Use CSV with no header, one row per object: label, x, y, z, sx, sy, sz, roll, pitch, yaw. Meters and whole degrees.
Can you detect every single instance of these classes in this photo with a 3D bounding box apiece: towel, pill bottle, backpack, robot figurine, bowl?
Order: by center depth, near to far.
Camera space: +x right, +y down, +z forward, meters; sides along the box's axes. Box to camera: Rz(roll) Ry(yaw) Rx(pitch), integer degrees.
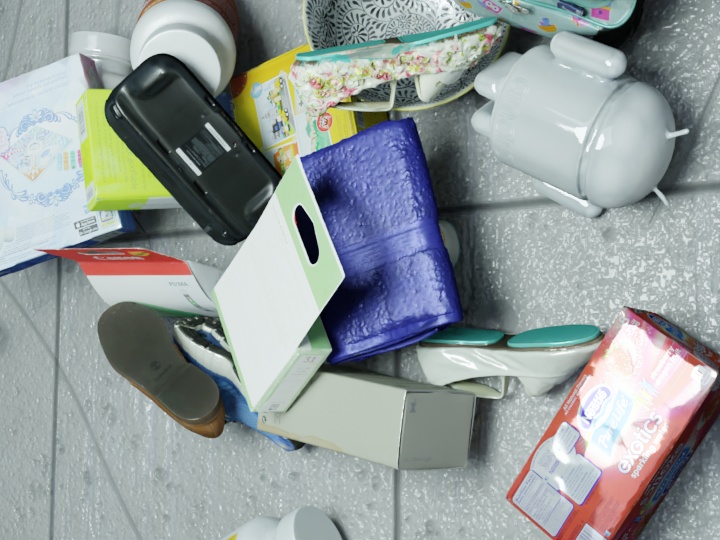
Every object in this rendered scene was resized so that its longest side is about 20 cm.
backpack,0.162,-0.303,0.999,0.197,0.153,0.179,18,89,16
robot figurine,0.194,-0.127,1.011,0.198,0.113,0.172,28,141,30
towel,0.014,-0.026,1.063,0.146,0.049,0.204,-18,78,25
bowl,0.044,-0.235,1.111,0.197,0.094,0.205,0,76,1
pill bottle,-0.112,0.322,1.162,0.199,0.111,0.113,-36,68,25
pill bottle,-0.185,-0.242,1.208,0.113,0.111,0.201,-49,21,19
pill bottle,-0.311,-0.171,1.338,0.110,0.111,0.204,5,87,32

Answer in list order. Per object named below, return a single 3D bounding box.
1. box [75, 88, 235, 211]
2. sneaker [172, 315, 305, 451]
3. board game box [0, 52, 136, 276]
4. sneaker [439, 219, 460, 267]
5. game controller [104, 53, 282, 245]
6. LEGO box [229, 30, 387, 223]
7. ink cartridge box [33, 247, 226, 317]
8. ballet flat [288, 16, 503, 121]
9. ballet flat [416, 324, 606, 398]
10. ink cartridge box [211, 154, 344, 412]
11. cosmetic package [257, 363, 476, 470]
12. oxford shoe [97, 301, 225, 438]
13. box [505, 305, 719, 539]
box,-0.203,-0.132,1.241,0.048,0.197,0.124,-27,69,59
sneaker,-0.131,0.134,1.225,0.199,0.078,0.090,36,121,29
board game box,-0.367,-0.112,1.269,0.197,0.043,0.203,-17,84,12
sneaker,0.000,0.000,1.142,0.198,0.080,0.078,-29,72,28
game controller,-0.162,-0.117,1.132,0.104,0.042,0.200,-36,107,18
LEGO box,-0.046,-0.124,1.184,0.147,0.077,0.204,-17,76,31
ink cartridge box,-0.225,0.015,1.212,0.159,0.199,0.051,0,82,32
ballet flat,0.034,-0.180,1.025,0.196,0.076,0.065,-10,107,4
ballet flat,0.142,0.086,1.060,0.197,0.069,0.071,-3,83,36
ink cartridge box,-0.065,0.016,1.055,0.201,0.047,0.147,-52,47,37
cosmetic package,0.002,0.135,1.090,0.198,0.102,0.075,8,89,47
oxford shoe,-0.212,0.109,1.197,0.071,0.072,0.200,-37,56,-16
box,0.226,0.142,0.975,0.099,0.095,0.202,36,104,29
